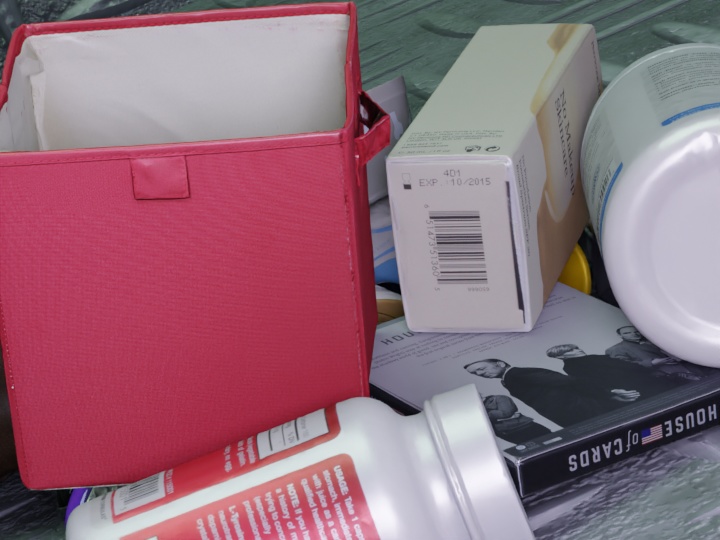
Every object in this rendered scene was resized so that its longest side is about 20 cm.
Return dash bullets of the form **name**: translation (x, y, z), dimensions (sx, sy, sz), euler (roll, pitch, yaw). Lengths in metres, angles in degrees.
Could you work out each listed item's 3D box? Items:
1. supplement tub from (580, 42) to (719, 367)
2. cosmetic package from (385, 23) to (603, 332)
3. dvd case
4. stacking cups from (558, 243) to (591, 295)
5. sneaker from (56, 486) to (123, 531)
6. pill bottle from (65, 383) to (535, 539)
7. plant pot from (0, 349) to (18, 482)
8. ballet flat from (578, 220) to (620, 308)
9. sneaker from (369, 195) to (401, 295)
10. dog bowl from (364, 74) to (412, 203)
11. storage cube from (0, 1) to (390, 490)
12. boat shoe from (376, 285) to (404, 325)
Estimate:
- **supplement tub**: translation (0.183, -0.038, 1.438), dimensions (0.131, 0.133, 0.200), euler (-20, 14, 7)
- **cosmetic package**: translation (0.079, -0.054, 1.519), dimensions (0.071, 0.106, 0.200), euler (0, 26, 18)
- **dvd case**: translation (0.086, 0.054, 1.424), dimensions (0.150, 0.025, 0.200), euler (-17, 22, -26)
- **stacking cups**: translation (0.048, 0.018, 1.652), dimensions (0.060, 0.061, 0.200), euler (-33, 13, -38)
- **sneaker**: translation (-0.132, 0.125, 1.552), dimensions (0.099, 0.070, 0.200), euler (-24, 9, 24)
- **pill bottle**: translation (-0.025, 0.126, 1.274), dimensions (0.199, 0.113, 0.112), euler (-21, 14, 3)
- **plant pot**: translation (-0.215, 0.036, 1.691), dimensions (0.197, 0.201, 0.200), euler (-17, 15, 32)
- **ballet flat**: translation (0.161, -0.026, 1.643), dimensions (0.073, 0.073, 0.200), euler (-21, 14, 4)
- **sneaker**: translation (0.000, 0.000, 1.637), dimensions (0.072, 0.073, 0.200), euler (-21, 1, -23)
- **dog bowl**: translation (-0.054, -0.044, 1.574), dimensions (0.199, 0.059, 0.200), euler (-25, 3, 2)
- **storage cube**: translation (-0.081, -0.014, 1.366), dimensions (0.199, 0.181, 0.171), euler (-3, 26, 2)
- **boat shoe**: translation (-0.067, 0.032, 1.528), dimensions (0.199, 0.071, 0.069), euler (-9, 39, -23)
